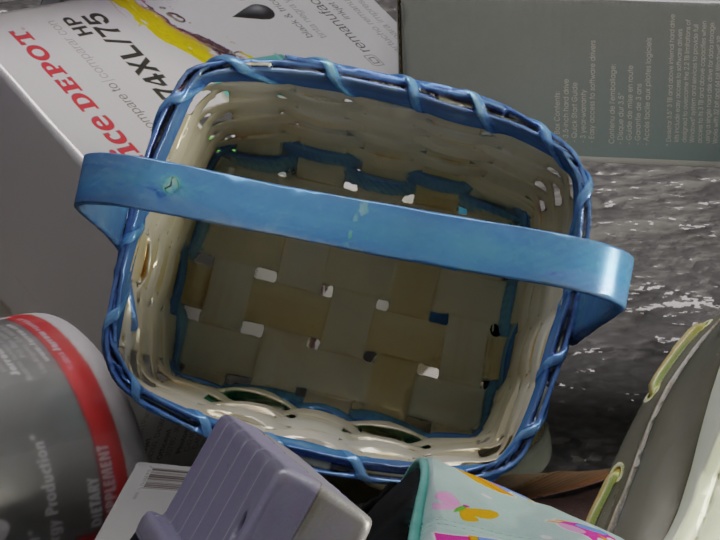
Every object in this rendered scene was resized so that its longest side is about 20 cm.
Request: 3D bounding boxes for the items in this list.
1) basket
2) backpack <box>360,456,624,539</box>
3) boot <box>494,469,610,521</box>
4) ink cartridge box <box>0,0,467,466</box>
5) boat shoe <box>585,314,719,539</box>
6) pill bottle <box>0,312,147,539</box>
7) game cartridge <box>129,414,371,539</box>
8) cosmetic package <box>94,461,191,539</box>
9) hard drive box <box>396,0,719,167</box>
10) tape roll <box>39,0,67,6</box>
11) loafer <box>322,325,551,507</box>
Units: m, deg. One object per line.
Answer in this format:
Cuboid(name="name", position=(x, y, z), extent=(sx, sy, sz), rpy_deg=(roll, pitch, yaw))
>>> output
Cuboid(name="basket", position=(0.000, 0.000, 0.994), extent=(0.175, 0.140, 0.200), rpy_deg=(12, -12, 3))
Cuboid(name="backpack", position=(0.030, 0.147, 0.717), extent=(0.153, 0.177, 0.200), rpy_deg=(16, 17, -8))
Cuboid(name="boot", position=(0.089, 0.118, 0.975), extent=(0.166, 0.073, 0.200), rpy_deg=(11, 21, 25))
Cuboid(name="ink cartridge box", position=(-0.066, -0.020, 1.216), extent=(0.199, 0.146, 0.147), rpy_deg=(-15, 49, -40))
Cuboid(name="boat shoe", position=(0.099, 0.098, 0.913), extent=(0.072, 0.202, 0.060), rpy_deg=(32, -17, -18))
Cuboid(name="pill bottle", position=(-0.181, 0.086, 0.995), extent=(0.199, 0.115, 0.114), rpy_deg=(-12, 21, -35))
Cuboid(name="game cartridge", position=(-0.067, 0.131, 0.702), extent=(0.038, 0.201, 0.130), rpy_deg=(30, -2, -13))
Cuboid(name="cosmetic package", position=(-0.065, 0.133, 0.905), extent=(0.050, 0.083, 0.200), rpy_deg=(5, 18, 6))
Cuboid(name="hard drive box", position=(0.122, -0.114, 1.193), extent=(0.199, 0.077, 0.156), rpy_deg=(3, 34, 8))
Cuboid(name="tape roll", position=(-0.168, -0.090, 1.219), extent=(0.199, 0.201, 0.066), rpy_deg=(-15, 48, -41))
Cuboid(name="loafer", position=(0.008, 0.065, 1.144), extent=(0.075, 0.070, 0.200), rpy_deg=(11, 20, 29))
